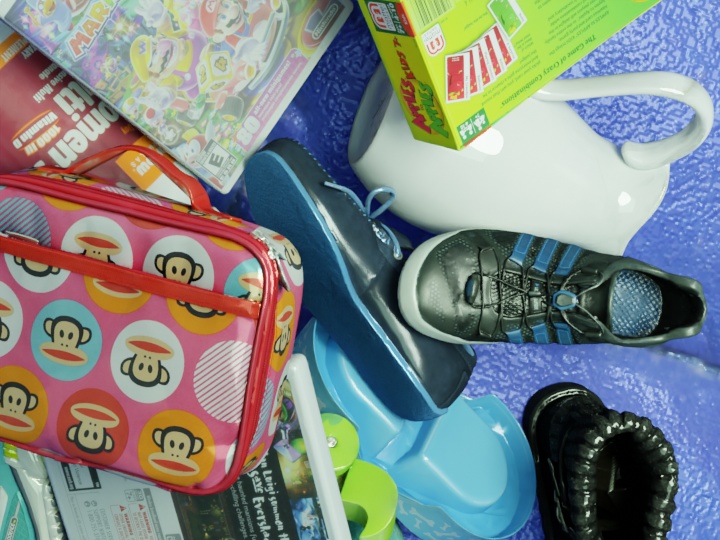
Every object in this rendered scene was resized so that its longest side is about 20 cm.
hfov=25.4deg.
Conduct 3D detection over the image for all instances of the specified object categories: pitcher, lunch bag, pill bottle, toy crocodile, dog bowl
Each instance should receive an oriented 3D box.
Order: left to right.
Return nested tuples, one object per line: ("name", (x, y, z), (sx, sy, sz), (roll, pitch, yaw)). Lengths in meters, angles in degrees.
("pill bottle", (-0.170, -0.058, 0.983), (0.110, 0.110, 0.200), (-44, 97, -2))
("lunch bag", (-0.133, 0.019, 0.894), (0.198, 0.082, 0.178), (14, 99, 13))
("toy crocodile", (-0.066, 0.110, 0.992), (0.199, 0.068, 0.062), (26, 56, -1))
("dog bowl", (0.030, 0.101, 1.053), (0.200, 0.112, 0.049), (45, 132, -12))
("pitcher", (0.107, -0.086, 1.017), (0.198, 0.122, 0.172), (20, 133, -15))

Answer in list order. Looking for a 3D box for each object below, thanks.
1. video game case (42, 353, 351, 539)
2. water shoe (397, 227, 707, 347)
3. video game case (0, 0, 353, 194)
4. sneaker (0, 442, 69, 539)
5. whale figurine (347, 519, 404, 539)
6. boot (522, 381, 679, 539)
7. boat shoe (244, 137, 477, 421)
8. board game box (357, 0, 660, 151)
("video game case", (-0.096, 0.153, 0.975), (0.180, 0.023, 0.202), (-7, 109, 19))
("water shoe", (0.120, 0.010, 0.974), (0.198, 0.079, 0.072), (2, 87, -26))
("video game case", (-0.103, -0.152, 0.918), (0.200, 0.018, 0.144), (39, 84, -43))
("sneaker", (-0.236, 0.093, 1.005), (0.079, 0.078, 0.202), (-11, 98, 3))
("whale figurine", (-0.018, 0.238, 1.059), (0.158, 0.104, 0.202), (-16, 101, -9))
("boot", (0.172, 0.181, 1.059), (0.079, 0.158, 0.213), (-24, 100, -7))
("boat shoe", (0.000, 0.000, 1.001), (0.069, 0.084, 0.201), (-41, 109, -31))
("board game box", (0.099, -0.168, 0.934), (0.199, 0.047, 0.102), (-37, 121, -22))
